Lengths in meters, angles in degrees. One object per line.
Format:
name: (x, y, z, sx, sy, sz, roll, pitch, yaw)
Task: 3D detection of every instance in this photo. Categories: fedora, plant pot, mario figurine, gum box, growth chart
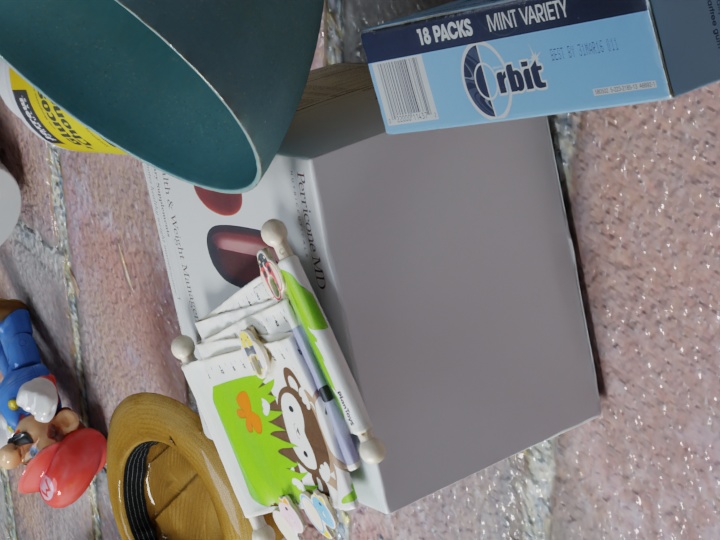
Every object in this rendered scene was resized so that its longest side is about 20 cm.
fedora: (-0.109, 0.168, 1.391, 0.200, 0.081, 0.203, 29, 128, 44)
plant pot: (-0.093, -0.152, 0.903, 0.199, 0.135, 0.200, 32, 164, 10)
mario figurine: (-0.296, 0.121, 1.644, 0.201, 0.106, 0.124, 57, -176, 34)
gum box: (0.127, -0.101, 0.701, 0.169, 0.199, 0.045, -1, 108, 59)
growth chart: (-0.043, 0.070, 0.983, 0.146, 0.018, 0.200, 63, 152, 8)

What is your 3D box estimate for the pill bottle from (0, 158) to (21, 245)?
pill bottle: (-0.378, -0.095, 1.636, 0.200, 0.116, 0.117, 41, 140, 40)

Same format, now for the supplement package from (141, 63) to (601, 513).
supplement package: (0.000, 0.000, 1.034, 0.199, 0.146, 0.193, 12, 119, 57)

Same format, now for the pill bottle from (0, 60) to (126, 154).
pill bottle: (-0.169, -0.134, 1.266, 0.199, 0.111, 0.113, 8, 115, 57)
